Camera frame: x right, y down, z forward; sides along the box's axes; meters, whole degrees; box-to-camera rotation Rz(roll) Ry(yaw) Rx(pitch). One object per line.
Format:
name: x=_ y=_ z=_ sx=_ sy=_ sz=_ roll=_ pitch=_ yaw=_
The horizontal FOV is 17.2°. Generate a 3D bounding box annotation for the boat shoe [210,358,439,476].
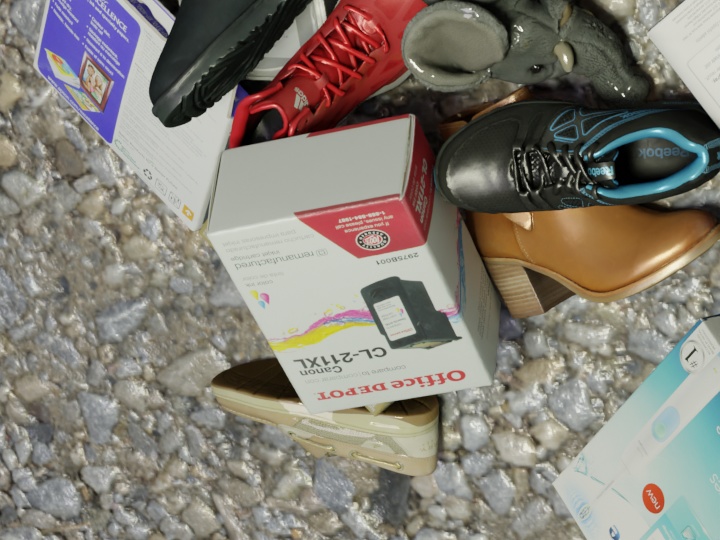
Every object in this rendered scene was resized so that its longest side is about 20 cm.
boat shoe: x=-0.029 y=0.117 z=1.859 sx=0.199 sy=0.072 sz=0.065 roll=9 pitch=116 yaw=27

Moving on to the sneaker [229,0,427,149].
sneaker: x=-0.015 y=-0.136 z=1.655 sx=0.078 sy=0.116 sz=0.200 roll=39 pitch=109 yaw=-1

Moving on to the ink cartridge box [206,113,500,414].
ink cartridge box: x=0.000 y=0.000 z=1.648 sx=0.145 sy=0.083 sz=0.201 roll=-10 pitch=135 yaw=18

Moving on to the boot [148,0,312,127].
boot: x=-0.119 y=-0.222 z=1.657 sx=0.168 sy=0.076 sz=0.200 roll=43 pitch=92 yaw=11

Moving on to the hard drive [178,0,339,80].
hard drive: x=-0.079 y=-0.237 z=1.738 sx=0.139 sy=0.038 sz=0.202 roll=6 pitch=114 yaw=35

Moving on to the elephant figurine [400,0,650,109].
elephant figurine: x=0.088 y=-0.179 z=1.592 sx=0.155 sy=0.141 sz=0.201 roll=43 pitch=155 yaw=50

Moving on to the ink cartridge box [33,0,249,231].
ink cartridge box: x=-0.160 y=-0.155 z=1.797 sx=0.198 sy=0.043 sz=0.200 roll=46 pitch=149 yaw=15

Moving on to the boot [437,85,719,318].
boot: x=0.145 y=-0.056 z=1.638 sx=0.199 sy=0.074 sz=0.156 roll=-16 pitch=101 yaw=40

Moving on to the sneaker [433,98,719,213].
sneaker: x=0.140 y=-0.075 z=1.555 sx=0.198 sy=0.082 sz=0.074 roll=-9 pitch=101 yaw=15

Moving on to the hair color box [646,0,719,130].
hair color box: x=0.285 y=-0.107 z=1.514 sx=0.201 sy=0.060 sz=0.100 roll=53 pitch=131 yaw=3

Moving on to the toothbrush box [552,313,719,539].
toothbrush box: x=0.243 y=0.141 z=1.630 sx=0.147 sy=0.085 sz=0.200 roll=59 pitch=136 yaw=23

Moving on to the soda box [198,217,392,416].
soda box: x=-0.025 y=0.010 z=1.804 sx=0.200 sy=0.064 sz=0.068 roll=46 pitch=131 yaw=9
